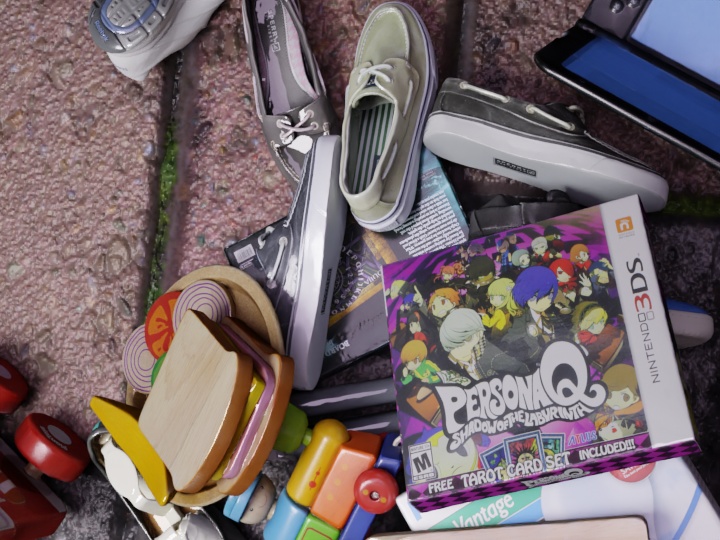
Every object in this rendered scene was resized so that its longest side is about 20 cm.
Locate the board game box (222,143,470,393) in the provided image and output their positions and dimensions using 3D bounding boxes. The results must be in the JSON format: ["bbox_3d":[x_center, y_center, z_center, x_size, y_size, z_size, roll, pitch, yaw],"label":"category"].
[{"bbox_3d":[0.000,0.000,0.974,0.198,0.028,0.137,-26,79,9],"label":"board game box"}]

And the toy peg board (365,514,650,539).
[{"bbox_3d":[0.096,0.272,0.761,0.196,0.098,0.203,-8,85,15],"label":"toy peg board"}]

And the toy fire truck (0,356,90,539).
[{"bbox_3d":[-0.328,0.148,0.962,0.200,0.168,0.112,42,94,14],"label":"toy fire truck"}]

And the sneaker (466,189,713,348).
[{"bbox_3d":[0.175,-0.005,0.908,0.196,0.077,0.113,7,73,3],"label":"sneaker"}]

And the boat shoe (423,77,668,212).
[{"bbox_3d":[0.150,-0.102,0.927,0.197,0.071,0.065,19,75,7],"label":"boat shoe"}]

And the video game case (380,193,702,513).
[{"bbox_3d":[0.117,0.057,0.819,0.197,0.036,0.184,-15,61,17],"label":"video game case"}]

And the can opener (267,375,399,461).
[{"bbox_3d":[-0.050,0.122,0.960,0.196,0.066,0.054,-11,87,3],"label":"can opener"}]

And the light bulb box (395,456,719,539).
[{"bbox_3d":[0.162,0.198,0.866,0.197,0.125,0.202,-33,79,8],"label":"light bulb box"}]

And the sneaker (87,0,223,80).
[{"bbox_3d":[-0.149,-0.245,1.014,0.200,0.087,0.074,-42,74,-13],"label":"sneaker"}]

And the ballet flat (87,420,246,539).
[{"bbox_3d":[-0.160,0.202,0.968,0.068,0.068,0.200,-46,76,9],"label":"ballet flat"}]

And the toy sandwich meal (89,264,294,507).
[{"bbox_3d":[-0.132,0.088,0.900,0.203,0.070,0.209,-13,70,40],"label":"toy sandwich meal"}]

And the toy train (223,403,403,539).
[{"bbox_3d":[-0.019,0.132,0.896,0.114,0.085,0.202,25,107,1],"label":"toy train"}]

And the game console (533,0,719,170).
[{"bbox_3d":[0.258,-0.171,0.888,0.198,0.116,0.178,32,92,14],"label":"game console"}]

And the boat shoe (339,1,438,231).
[{"bbox_3d":[0.021,-0.133,0.948,0.071,0.062,0.204,-4,68,18],"label":"boat shoe"}]

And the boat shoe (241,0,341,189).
[{"bbox_3d":[-0.064,-0.158,0.991,0.066,0.057,0.203,-17,80,11],"label":"boat shoe"}]

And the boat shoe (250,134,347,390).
[{"bbox_3d":[-0.054,-0.010,0.940,0.067,0.072,0.204,9,92,12],"label":"boat shoe"}]
